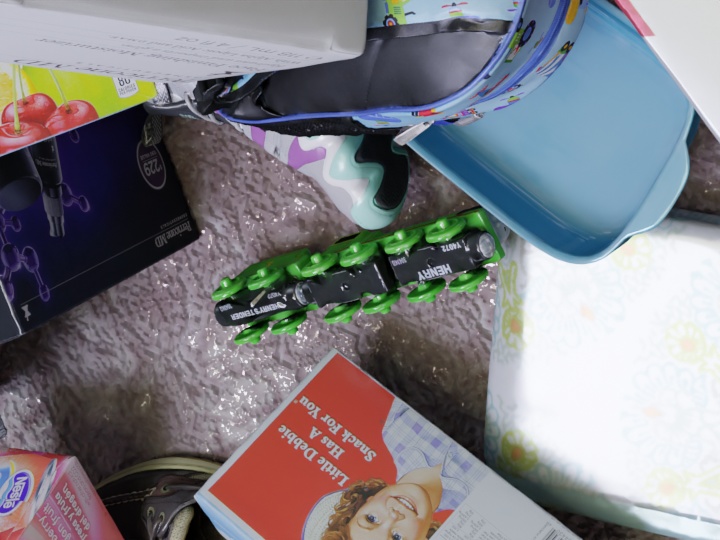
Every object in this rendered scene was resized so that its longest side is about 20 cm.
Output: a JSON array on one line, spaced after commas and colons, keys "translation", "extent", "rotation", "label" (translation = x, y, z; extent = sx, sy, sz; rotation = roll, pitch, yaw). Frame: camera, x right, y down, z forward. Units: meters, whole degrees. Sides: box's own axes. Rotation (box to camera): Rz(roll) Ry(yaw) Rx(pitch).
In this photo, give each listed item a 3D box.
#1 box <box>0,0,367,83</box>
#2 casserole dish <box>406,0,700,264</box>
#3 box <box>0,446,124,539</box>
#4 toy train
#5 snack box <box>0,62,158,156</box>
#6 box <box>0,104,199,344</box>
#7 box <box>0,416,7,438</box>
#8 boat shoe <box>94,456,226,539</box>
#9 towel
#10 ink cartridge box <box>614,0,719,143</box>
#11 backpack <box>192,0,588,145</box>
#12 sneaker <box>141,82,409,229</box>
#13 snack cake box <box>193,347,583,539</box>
[{"translation": [-0.108, -0.191, 0.877], "extent": [0.130, 0.198, 0.202], "rotation": [-1, 87, 49], "label": "box"}, {"translation": [0.091, -0.089, 1.050], "extent": [0.200, 0.039, 0.122], "rotation": [40, 112, 29], "label": "casserole dish"}, {"translation": [-0.186, 0.204, 1.215], "extent": [0.102, 0.095, 0.201], "rotation": [3, 134, 31], "label": "box"}, {"translation": [0.000, 0.000, 1.119], "extent": [0.199, 0.056, 0.042], "rotation": [-15, 107, 40], "label": "toy train"}, {"translation": [-0.206, -0.148, 0.968], "extent": [0.168, 0.068, 0.201], "rotation": [-22, 103, -7], "label": "snack box"}, {"translation": [-0.183, -0.048, 1.125], "extent": [0.078, 0.200, 0.142], "rotation": [-14, 99, 26], "label": "box"}, {"translation": [-0.261, 0.021, 1.198], "extent": [0.043, 0.200, 0.161], "rotation": [-22, 96, -14], "label": "box"}, {"translation": [-0.095, 0.151, 1.221], "extent": [0.199, 0.065, 0.074], "rotation": [-10, 103, 28], "label": "boat shoe"}, {"translation": [0.162, 0.052, 1.082], "extent": [0.198, 0.048, 0.173], "rotation": [11, 107, 22], "label": "towel"}, {"translation": [0.177, -0.145, 0.927], "extent": [0.083, 0.200, 0.146], "rotation": [-38, 88, 26], "label": "ink cartridge box"}, {"translation": [0.030, -0.151, 0.971], "extent": [0.199, 0.134, 0.184], "rotation": [1, 87, 45], "label": "backpack"}, {"translation": [-0.065, -0.092, 1.134], "extent": [0.139, 0.078, 0.201], "rotation": [-31, 81, 31], "label": "sneaker"}, {"translation": [0.024, 0.148, 1.105], "extent": [0.200, 0.067, 0.115], "rotation": [37, 76, 26], "label": "snack cake box"}]
